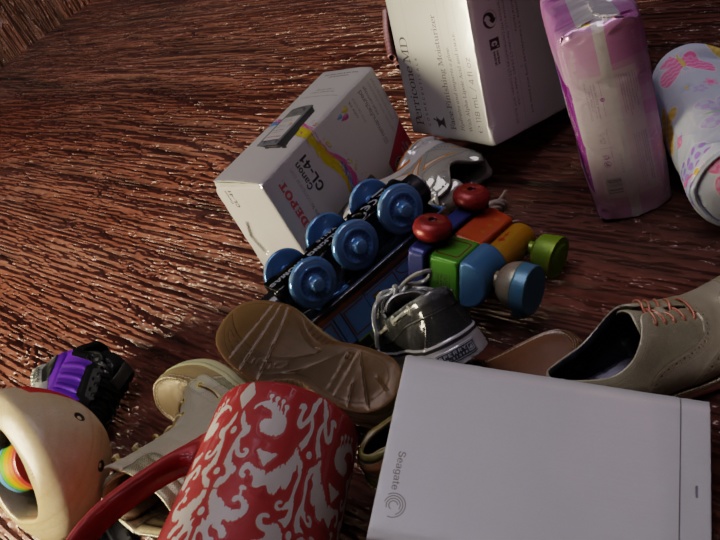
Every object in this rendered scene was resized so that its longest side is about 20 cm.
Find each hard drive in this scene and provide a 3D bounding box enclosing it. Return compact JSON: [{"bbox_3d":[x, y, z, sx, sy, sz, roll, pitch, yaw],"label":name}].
[{"bbox_3d":[0.114,0.127,0.595,0.198,0.027,0.133,7,53,11],"label":"hard drive"}]

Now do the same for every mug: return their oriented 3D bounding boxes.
[{"bbox_3d":[-0.092,0.175,0.635,0.134,0.177,0.201,-48,18,47],"label":"mug"}]

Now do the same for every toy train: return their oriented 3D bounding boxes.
[{"bbox_3d":[0.000,0.000,0.878,0.200,0.115,0.087,-40,25,-16],"label":"toy train"},{"bbox_3d":[0.136,-0.027,0.856,0.115,0.085,0.200,17,35,30],"label":"toy train"}]

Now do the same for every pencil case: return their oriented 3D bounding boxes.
[{"bbox_3d":[0.310,-0.121,0.827,0.090,0.084,0.201,0,37,6],"label":"pencil case"}]

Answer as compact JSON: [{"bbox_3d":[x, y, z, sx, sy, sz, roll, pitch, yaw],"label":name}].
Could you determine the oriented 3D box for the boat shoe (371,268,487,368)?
[{"bbox_3d":[0.042,0.041,0.760,0.073,0.068,0.199,-27,1,-4],"label":"boat shoe"}]

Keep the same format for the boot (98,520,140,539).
[{"bbox_3d":[-0.246,0.283,0.720,0.199,0.066,0.165,-32,19,-15],"label":"boot"}]

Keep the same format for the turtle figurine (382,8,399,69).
[{"bbox_3d":[0.101,-0.381,1.314,0.143,0.202,0.194,3,25,-12],"label":"turtle figurine"}]

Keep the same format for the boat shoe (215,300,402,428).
[{"bbox_3d":[-0.040,0.084,0.784,0.199,0.065,0.071,22,69,38],"label":"boat shoe"}]

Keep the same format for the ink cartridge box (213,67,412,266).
[{"bbox_3d":[-0.037,-0.099,1.017,0.085,0.148,0.200,4,46,44],"label":"ink cartridge box"}]

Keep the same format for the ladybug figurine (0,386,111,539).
[{"bbox_3d":[-0.266,0.157,0.805,0.072,0.137,0.199,-26,5,-37],"label":"ladybug figurine"}]

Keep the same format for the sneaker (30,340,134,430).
[{"bbox_3d":[-0.275,0.128,0.966,0.099,0.070,0.200,-31,32,-6],"label":"sneaker"}]

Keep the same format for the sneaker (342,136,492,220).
[{"bbox_3d":[0.058,-0.066,0.968,0.092,0.076,0.200,11,51,41],"label":"sneaker"}]

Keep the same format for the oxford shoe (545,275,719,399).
[{"bbox_3d":[0.218,0.048,0.670,0.199,0.074,0.071,-36,32,-9],"label":"oxford shoe"}]

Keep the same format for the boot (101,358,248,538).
[{"bbox_3d":[-0.154,0.146,0.802,0.199,0.073,0.154,13,31,43],"label":"boot"}]

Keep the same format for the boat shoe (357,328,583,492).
[{"bbox_3d":[0.088,0.101,0.707,0.200,0.068,0.072,-38,32,-12],"label":"boat shoe"}]

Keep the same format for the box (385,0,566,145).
[{"bbox_3d":[0.147,-0.264,1.013,0.199,0.200,0.130,-29,28,-29],"label":"box"}]

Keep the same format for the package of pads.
[{"bbox_3d":[0.217,-0.157,0.842,0.075,0.201,0.121,-14,37,14],"label":"package of pads"}]
